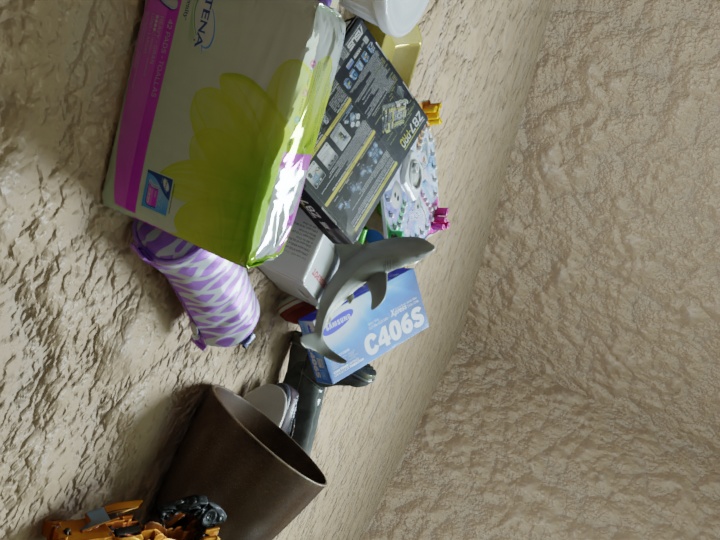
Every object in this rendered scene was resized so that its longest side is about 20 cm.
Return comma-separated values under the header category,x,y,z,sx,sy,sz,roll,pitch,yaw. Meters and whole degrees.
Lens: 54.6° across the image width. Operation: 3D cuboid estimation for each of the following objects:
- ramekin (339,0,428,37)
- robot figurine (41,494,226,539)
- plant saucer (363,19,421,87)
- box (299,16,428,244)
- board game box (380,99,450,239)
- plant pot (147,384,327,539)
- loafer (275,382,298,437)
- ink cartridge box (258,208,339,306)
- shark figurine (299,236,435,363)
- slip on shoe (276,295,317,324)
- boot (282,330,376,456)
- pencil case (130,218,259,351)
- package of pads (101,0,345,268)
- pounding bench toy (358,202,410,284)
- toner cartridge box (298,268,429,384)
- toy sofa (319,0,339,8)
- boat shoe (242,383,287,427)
category,x,y,z,sx,sy,sz,roll,pitch,yaw
ramekin,0.030,-0.380,0.785,0.205,0.092,0.205,-59,163,-31
robot figurine,-0.225,0.290,0.702,0.197,0.058,0.149,13,100,-49
plant saucer,0.025,-0.269,0.978,0.200,0.047,0.206,19,88,-77
box,-0.018,-0.161,0.813,0.161,0.048,0.203,44,66,-31
board game box,0.081,-0.139,1.017,0.199,0.025,0.207,-29,117,-59
plant pot,-0.170,0.280,0.848,0.202,0.185,0.187,-51,163,-5
loafer,-0.138,0.267,1.062,0.062,0.072,0.204,21,98,-36
ink cartridge box,-0.052,-0.069,0.923,0.145,0.082,0.205,60,53,-71
shark figurine,-0.020,0.008,0.886,0.214,0.127,0.090,-45,132,-17
slip on shoe,-0.039,0.082,1.042,0.073,0.197,0.063,-34,-132,34
boot,-0.071,0.217,1.087,0.072,0.179,0.206,17,92,-50
pencil case,-0.156,0.005,0.681,0.085,0.084,0.202,-37,153,-17
package of pads,-0.105,-0.120,0.540,0.068,0.151,0.206,-21,131,-69
pounding bench toy,0.013,-0.052,1.097,0.201,0.121,0.159,-55,159,-41
toner cartridge box,0.009,0.077,1.016,0.197,0.043,0.098,-27,105,-34
toy sofa,-0.082,-0.212,0.639,0.097,0.081,0.205,7,104,-75
boat shoe,-0.169,0.261,0.996,0.202,0.073,0.093,-56,169,-20
